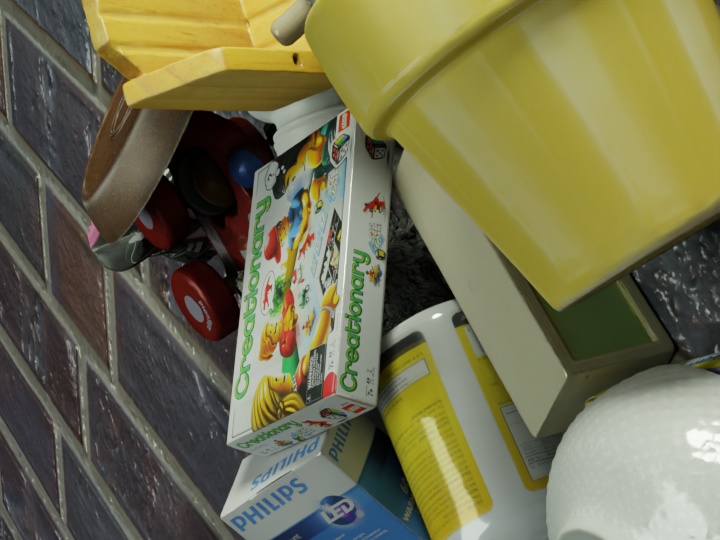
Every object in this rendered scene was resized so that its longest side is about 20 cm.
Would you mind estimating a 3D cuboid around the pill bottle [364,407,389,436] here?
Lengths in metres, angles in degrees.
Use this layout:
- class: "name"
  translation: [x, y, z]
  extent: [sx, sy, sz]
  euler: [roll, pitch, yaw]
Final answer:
- class: "pill bottle"
  translation: [0.004, 0.151, 1.211]
  extent: [0.111, 0.111, 0.200]
  euler: [66, 153, 24]

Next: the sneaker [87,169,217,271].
- class: "sneaker"
  translation: [-0.151, -0.039, 1.437]
  extent: [0.080, 0.200, 0.086]
  euler: [-5, 112, 31]

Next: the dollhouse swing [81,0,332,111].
- class: "dollhouse swing"
  translation: [-0.059, -0.223, 1.052]
  extent: [0.176, 0.182, 0.200]
  euler: [-23, 78, 41]

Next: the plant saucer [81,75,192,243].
- class: "plant saucer"
  translation: [-0.161, -0.118, 1.255]
  extent: [0.200, 0.034, 0.200]
  euler: [-54, 20, 31]

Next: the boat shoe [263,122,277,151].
- class: "boat shoe"
  translation: [-0.043, -0.111, 1.265]
  extent: [0.072, 0.065, 0.200]
  euler: [133, 122, -66]

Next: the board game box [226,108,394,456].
- class: "board game box"
  translation: [-0.031, 0.007, 1.072]
  extent: [0.126, 0.035, 0.200]
  euler: [-30, 49, 50]

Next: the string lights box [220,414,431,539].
- class: "string lights box"
  translation: [0.019, 0.182, 1.100]
  extent: [0.200, 0.059, 0.103]
  euler: [43, 126, -17]

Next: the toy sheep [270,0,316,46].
- class: "toy sheep"
  translation: [0.021, -0.205, 0.976]
  extent: [0.200, 0.138, 0.138]
  euler: [-44, 52, 17]

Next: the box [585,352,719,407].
- class: "box"
  translation: [0.199, 0.097, 0.849]
  extent: [0.117, 0.048, 0.200]
  euler: [67, 157, 2]

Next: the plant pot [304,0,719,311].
- class: "plant pot"
  translation: [0.102, -0.091, 0.838]
  extent: [0.189, 0.201, 0.201]
  euler: [60, 153, 6]

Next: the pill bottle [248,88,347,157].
- class: "pill bottle"
  translation: [-0.041, -0.170, 1.185]
  extent: [0.111, 0.111, 0.200]
  euler: [-34, 69, 64]

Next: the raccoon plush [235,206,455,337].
- class: "raccoon plush"
  translation: [0.000, 0.000, 1.141]
  extent: [0.097, 0.134, 0.200]
  euler: [70, 154, 17]

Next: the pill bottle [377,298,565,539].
- class: "pill bottle"
  translation: [0.086, 0.123, 1.040]
  extent: [0.200, 0.112, 0.112]
  euler: [68, 153, 23]

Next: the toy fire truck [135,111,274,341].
- class: "toy fire truck"
  translation: [-0.086, -0.040, 1.296]
  extent: [0.200, 0.112, 0.168]
  euler: [62, 154, -9]

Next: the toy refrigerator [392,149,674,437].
- class: "toy refrigerator"
  translation: [0.099, -0.007, 1.000]
  extent: [0.200, 0.076, 0.070]
  euler: [63, 151, 32]

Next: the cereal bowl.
- class: "cereal bowl"
  translation: [0.156, 0.152, 0.830]
  extent: [0.200, 0.083, 0.200]
  euler: [44, 147, 38]
